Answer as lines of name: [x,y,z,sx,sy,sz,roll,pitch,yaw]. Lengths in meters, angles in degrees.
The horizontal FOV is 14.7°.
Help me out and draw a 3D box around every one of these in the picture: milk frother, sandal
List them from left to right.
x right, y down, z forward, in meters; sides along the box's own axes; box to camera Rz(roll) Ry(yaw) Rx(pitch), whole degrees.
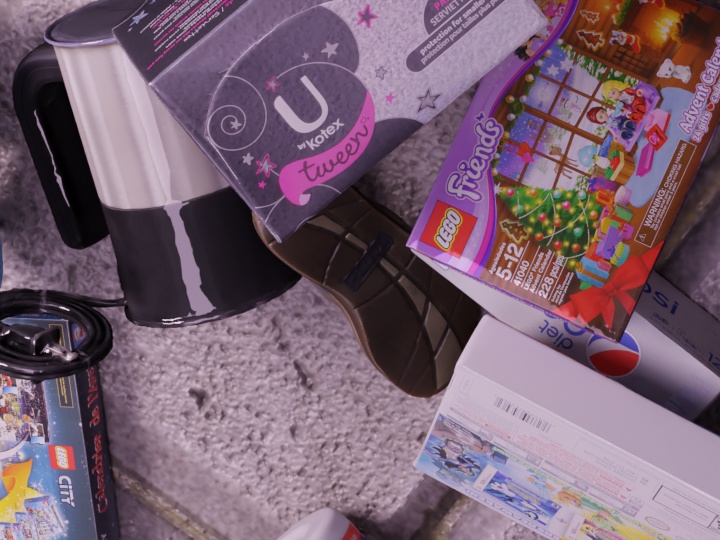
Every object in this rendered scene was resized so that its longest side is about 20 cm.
milk frother: [-0.153,-0.052,1.676,0.180,0.200,0.188,-7,111,24]
sandal: [0.000,0.000,1.712,0.200,0.055,0.082,40,90,-32]

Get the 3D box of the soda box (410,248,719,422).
soda box: [0.132,0.015,1.688,0.200,0.068,0.063,38,117,-2]

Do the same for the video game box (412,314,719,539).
video game box: [0.140,0.120,1.692,0.200,0.047,0.182,28,154,4]

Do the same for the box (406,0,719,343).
box: [0.129,-0.075,1.618,0.137,0.039,0.200,24,91,6]

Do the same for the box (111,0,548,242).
box: [-0.017,-0.136,1.577,0.200,0.115,0.132,-39,116,2]

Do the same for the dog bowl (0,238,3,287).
dog bowl: [-0.266,-0.066,1.729,0.049,0.112,0.200,-10,109,4]

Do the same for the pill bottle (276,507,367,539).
pill bottle: [0.009,0.260,1.812,0.111,0.111,0.200,-40,97,28]

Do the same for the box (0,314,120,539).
box: [-0.239,0.114,1.866,0.136,0.038,0.200,2,114,17]
